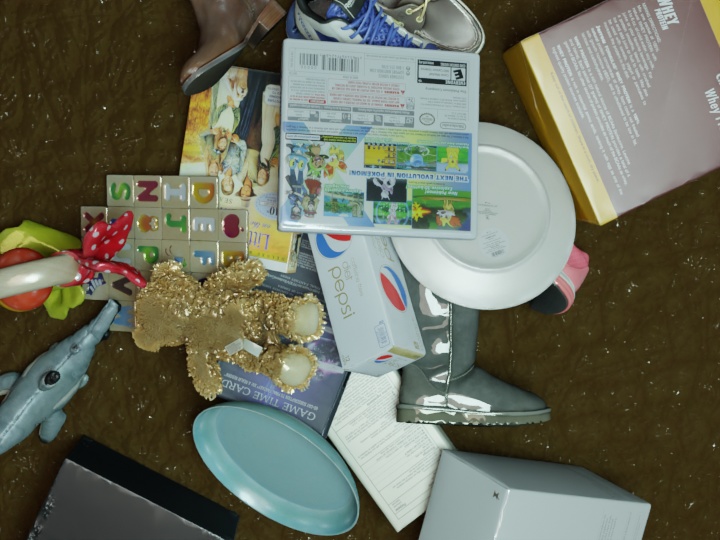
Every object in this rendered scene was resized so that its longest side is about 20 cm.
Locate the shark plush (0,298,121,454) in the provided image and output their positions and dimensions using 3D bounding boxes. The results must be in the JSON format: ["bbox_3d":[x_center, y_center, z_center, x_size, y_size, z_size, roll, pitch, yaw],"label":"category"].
[{"bbox_3d":[-0.318,0.119,1.234,0.199,0.083,0.091,-36,94,2],"label":"shark plush"}]

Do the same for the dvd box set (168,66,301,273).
[{"bbox_3d":[-0.121,-0.110,1.223,0.144,0.029,0.203,12,96,18],"label":"dvd box set"}]

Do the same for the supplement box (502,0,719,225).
[{"bbox_3d":[0.282,-0.180,1.192,0.198,0.133,0.200,-25,95,2],"label":"supplement box"}]

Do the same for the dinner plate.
[{"bbox_3d":[0.124,-0.061,1.172,0.197,0.024,0.204,2,74,-7],"label":"dinner plate"}]

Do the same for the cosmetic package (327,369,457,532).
[{"bbox_3d":[0.020,0.163,1.248,0.103,0.073,0.201,-35,95,2],"label":"cosmetic package"}]

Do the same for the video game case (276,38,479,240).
[{"bbox_3d":[0.019,-0.126,1.128,0.196,0.022,0.186,2,86,-12],"label":"video game case"}]

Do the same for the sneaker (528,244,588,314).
[{"bbox_3d":[0.161,-0.042,1.245,0.200,0.074,0.087,43,56,7],"label":"sneaker"}]

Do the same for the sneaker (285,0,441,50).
[{"bbox_3d":[0.006,-0.235,1.174,0.198,0.115,0.081,30,79,7],"label":"sneaker"}]

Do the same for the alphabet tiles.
[{"bbox_3d":[-0.209,-0.016,1.232,0.197,0.006,0.170,2,96,18],"label":"alphabet tiles"}]

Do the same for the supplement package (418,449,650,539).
[{"bbox_3d":[0.176,0.268,1.196,0.198,0.119,0.123,13,95,-32],"label":"supplement package"}]

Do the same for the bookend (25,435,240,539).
[{"bbox_3d":[-0.262,0.318,1.248,0.198,0.092,0.201,27,96,-4],"label":"bookend"}]

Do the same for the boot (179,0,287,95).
[{"bbox_3d":[-0.190,-0.289,1.172,0.200,0.187,0.064,45,131,-7],"label":"boot"}]

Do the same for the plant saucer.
[{"bbox_3d":[-0.085,0.203,1.214,0.199,0.200,0.028,37,52,-3],"label":"plant saucer"}]

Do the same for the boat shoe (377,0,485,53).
[{"bbox_3d":[0.046,-0.288,1.216,0.199,0.060,0.072,36,93,-3],"label":"boat shoe"}]

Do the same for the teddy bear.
[{"bbox_3d":[-0.130,0.056,1.184,0.196,0.067,0.148,-4,101,11],"label":"teddy bear"}]

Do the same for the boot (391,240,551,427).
[{"bbox_3d":[0.114,0.058,1.201,0.179,0.073,0.204,5,80,-13],"label":"boot"}]

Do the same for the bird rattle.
[{"bbox_3d":[-0.315,0.010,1.172,0.162,0.198,0.115,-18,103,-39],"label":"bird rattle"}]

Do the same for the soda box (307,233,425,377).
[{"bbox_3d":[0.000,0.000,1.161,0.063,0.068,0.203,-26,67,26],"label":"soda box"}]

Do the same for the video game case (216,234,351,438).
[{"bbox_3d":[-0.063,0.056,1.214,0.141,0.019,0.203,17,79,21],"label":"video game case"}]
